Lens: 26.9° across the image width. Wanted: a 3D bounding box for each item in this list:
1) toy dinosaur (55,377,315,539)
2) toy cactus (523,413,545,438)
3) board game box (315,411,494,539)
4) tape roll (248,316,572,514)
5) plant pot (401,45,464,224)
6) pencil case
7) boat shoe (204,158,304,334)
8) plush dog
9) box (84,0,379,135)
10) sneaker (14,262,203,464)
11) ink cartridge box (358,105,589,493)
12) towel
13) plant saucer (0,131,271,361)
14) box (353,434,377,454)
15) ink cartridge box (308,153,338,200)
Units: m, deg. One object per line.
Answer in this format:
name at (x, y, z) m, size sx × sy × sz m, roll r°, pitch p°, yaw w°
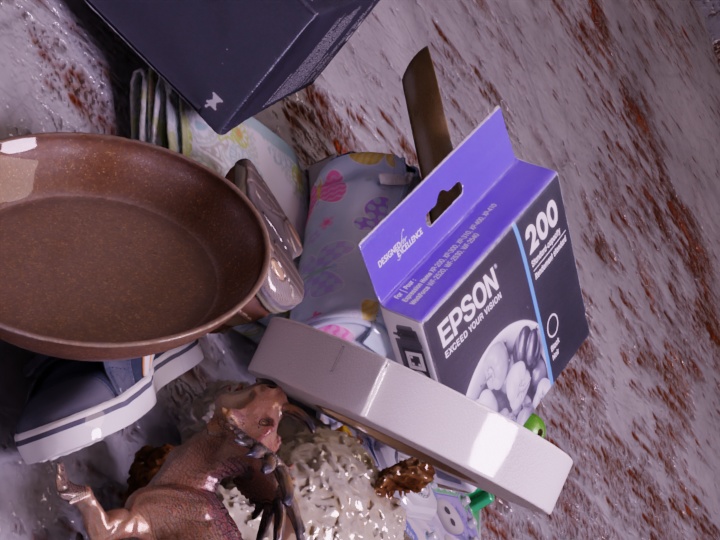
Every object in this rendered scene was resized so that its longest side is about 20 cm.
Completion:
toy dinosaur at (-0.083, 0.158, 0.787) m, size 0.086 × 0.134 × 0.202 m, roll 118°, pitch -33°, yaw -81°
toy cactus at (0.065, 0.065, 1.191) m, size 0.164 × 0.102 × 0.201 m, roll 17°, pitch 39°, yaw -41°
board game box at (0.040, 0.153, 1.128) m, size 0.200 × 0.026 × 0.200 m, roll 51°, pitch 20°, yaw -18°
tape roll at (0.029, 0.087, 0.893) m, size 0.203 × 0.202 × 0.037 m, roll 35°, pitch 79°, yaw -51°
plant pot at (0.061, -0.072, 1.168) m, size 0.200 × 0.027 × 0.202 m, roll -12°, pitch 90°, yaw -88°
pencil case at (0.000, 0.000, 1.098) m, size 0.083 × 0.090 × 0.201 m, roll 53°, pitch 30°, yaw -33°
boat shoe at (-0.083, -0.016, 0.960) m, size 0.076 × 0.071 × 0.200 m, roll 58°, pitch 7°, yaw -15°
plush dog at (-0.056, 0.168, 0.897) m, size 0.171 × 0.160 × 0.201 m, roll -27°, pitch 95°, yaw -43°
box at (-0.102, -0.222, 1.079) m, size 0.197 × 0.117 × 0.200 m, roll 44°, pitch 25°, yaw 0°
sneaker at (-0.151, 0.046, 0.856) m, size 0.200 × 0.078 × 0.080 m, roll -53°, pitch 122°, yaw -76°
ink cartridge box at (0.089, 0.016, 1.065) m, size 0.198 × 0.043 × 0.201 m, roll -46°, pitch 128°, yaw -41°
towel at (-0.096, -0.040, 1.093) m, size 0.200 × 0.048 × 0.173 m, roll 34°, pitch 43°, yaw -53°
plant saucer at (-0.150, -0.009, 0.833) m, size 0.201 × 0.199 × 0.037 m, roll -73°, pitch 176°, yaw -56°
box at (0.035, 0.210, 1.156) m, size 0.200 × 0.037 × 0.138 m, roll 28°, pitch 43°, yaw -56°
ink cartridge box at (-0.004, 0.007, 1.265) m, size 0.095 × 0.037 × 0.201 m, roll 43°, pitch 35°, yaw -44°
